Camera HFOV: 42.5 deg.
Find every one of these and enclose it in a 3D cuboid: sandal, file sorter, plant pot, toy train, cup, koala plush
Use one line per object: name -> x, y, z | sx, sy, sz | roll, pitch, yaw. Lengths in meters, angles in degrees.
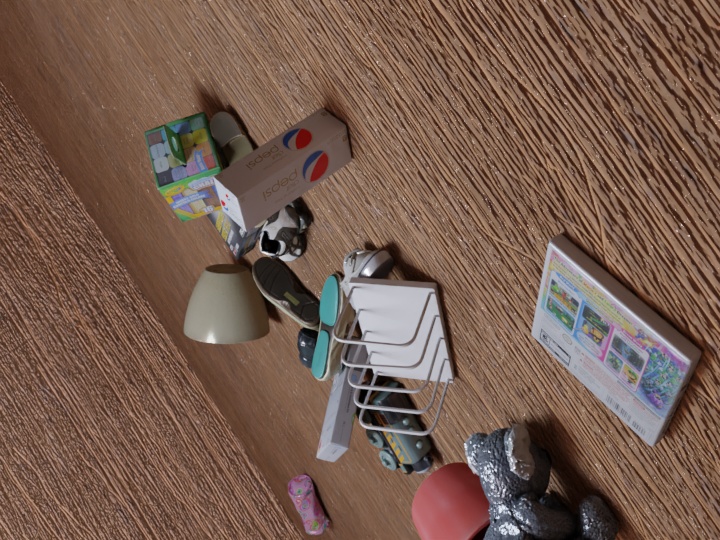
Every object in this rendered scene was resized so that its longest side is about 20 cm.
sandal -> -0.203, -0.186, 1.676 | 0.216, 0.076, 0.070 | 67, -164, 0
file sorter -> 0.050, 0.130, 1.384 | 0.136, 0.126, 0.203 | 3, 133, 21
plant pot -> 0.183, 0.425, 1.516 | 0.177, 0.198, 0.203 | 40, 155, 54
toy train -> 0.064, 0.294, 1.726 | 0.113, 0.085, 0.203 | -10, 112, 57
cup -> -0.302, 0.067, 2.092 | 0.199, 0.197, 0.147 | 22, 114, 55
koala plush -> 0.225, 0.314, 1.301 | 0.204, 0.181, 0.177 | 68, 158, 2

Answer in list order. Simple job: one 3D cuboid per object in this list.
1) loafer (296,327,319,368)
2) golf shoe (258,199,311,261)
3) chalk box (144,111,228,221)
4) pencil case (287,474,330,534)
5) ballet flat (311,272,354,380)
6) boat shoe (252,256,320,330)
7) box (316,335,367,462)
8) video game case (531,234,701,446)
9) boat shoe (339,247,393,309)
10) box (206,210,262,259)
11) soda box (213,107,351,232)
loafer -> -0.088, 0.155, 1.790 | 0.067, 0.072, 0.201 | 21, 173, 9
golf shoe -> -0.150, -0.059, 1.674 | 0.078, 0.094, 0.201 | 49, 159, 13
chalk box -> -0.313, -0.198, 1.699 | 0.201, 0.121, 0.127 | 76, 176, -70
pencil case -> -0.154, 0.709, 2.786 | 0.087, 0.087, 0.203 | 30, 147, 49
ballet flat -> -0.044, 0.102, 1.679 | 0.069, 0.068, 0.205 | 30, 113, 48
boat shoe -> -0.146, 0.056, 1.870 | 0.200, 0.071, 0.077 | 46, 168, 26
box -> -0.033, 0.242, 1.726 | 0.040, 0.204, 0.156 | 16, 157, -6
video game case -> 0.276, 0.080, 1.033 | 0.200, 0.023, 0.184 | 45, 156, 30
boat shoe -> 0.000, 0.000, 1.468 | 0.070, 0.071, 0.200 | 50, 165, 8
box -> -0.268, -0.126, 1.900 | 0.160, 0.048, 0.200 | 55, 159, 5
soda box -> -0.107, -0.144, 1.309 | 0.063, 0.199, 0.069 | 38, 153, 34
